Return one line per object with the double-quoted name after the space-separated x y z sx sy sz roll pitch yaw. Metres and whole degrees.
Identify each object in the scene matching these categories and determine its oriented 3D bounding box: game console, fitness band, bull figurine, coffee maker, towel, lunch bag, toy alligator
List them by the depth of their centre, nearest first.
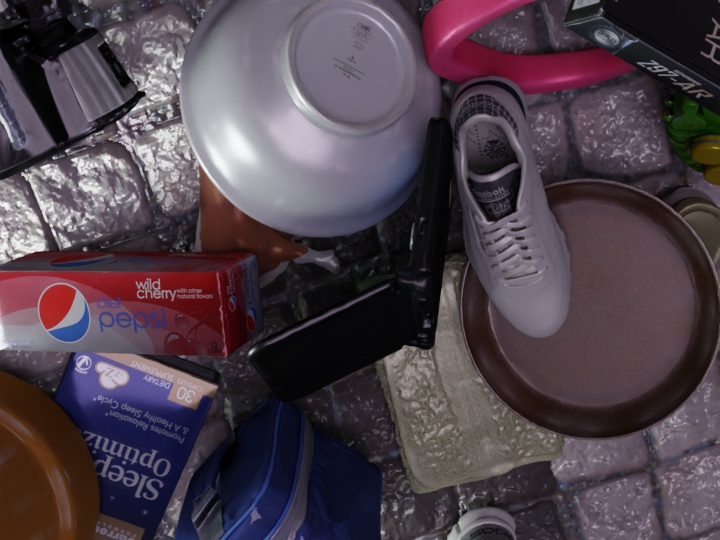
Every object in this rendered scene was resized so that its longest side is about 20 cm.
0.129 -0.164 0.892 0.142 0.199 0.038 -17 77 33 "fitness band"
-0.276 -0.170 0.894 0.190 0.135 0.202 -15 109 24 "coffee maker"
0.000 0.000 0.901 0.115 0.200 0.178 7 76 5 "game console"
0.252 -0.115 0.954 0.054 0.200 0.060 -2 68 29 "toy alligator"
-0.078 -0.048 0.971 0.120 0.065 0.202 -2 110 -9 "bull figurine"
-0.073 0.195 0.977 0.132 0.200 0.136 39 106 -13 "lunch bag"
0.085 0.082 1.041 0.147 0.037 0.202 -18 108 0 "towel"

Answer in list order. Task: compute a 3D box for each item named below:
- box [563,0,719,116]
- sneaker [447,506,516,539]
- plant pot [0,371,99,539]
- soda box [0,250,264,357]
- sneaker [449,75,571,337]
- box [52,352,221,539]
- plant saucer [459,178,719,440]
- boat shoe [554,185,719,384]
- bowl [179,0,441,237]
0.234 -0.216 0.818 0.159 0.043 0.202 24 83 -22 "box"
0.079 0.302 1.082 0.073 0.088 0.201 25 104 -12 "sneaker"
-0.317 0.194 0.939 0.197 0.183 0.203 2 102 8 "plant pot"
-0.175 0.023 0.940 0.198 0.070 0.064 0 103 20 "soda box"
0.104 -0.035 0.912 0.076 0.081 0.202 -16 110 11 "sneaker"
-0.206 0.155 1.040 0.120 0.032 0.202 22 105 -11 "box"
0.175 0.029 0.971 0.198 0.032 0.203 4 102 17 "plant saucer"
0.221 0.023 1.018 0.074 0.069 0.201 30 108 -14 "boat shoe"
-0.020 -0.130 0.888 0.199 0.090 0.204 5 78 -22 "bowl"
